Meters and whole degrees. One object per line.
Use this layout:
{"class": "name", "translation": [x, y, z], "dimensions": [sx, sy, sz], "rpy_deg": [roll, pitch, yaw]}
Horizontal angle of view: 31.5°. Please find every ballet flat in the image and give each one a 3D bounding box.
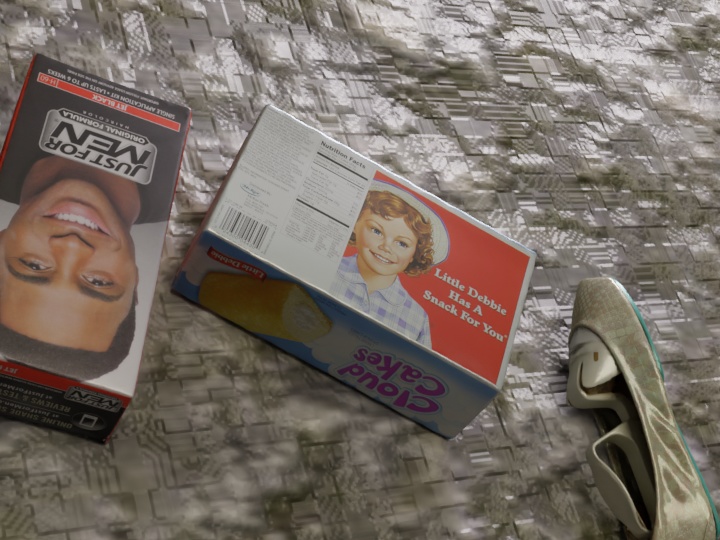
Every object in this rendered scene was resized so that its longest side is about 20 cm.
{"class": "ballet flat", "translation": [0.166, 0.091, 0.810], "dimensions": [0.062, 0.068, 0.202], "rpy_deg": [-9, 63, -21]}

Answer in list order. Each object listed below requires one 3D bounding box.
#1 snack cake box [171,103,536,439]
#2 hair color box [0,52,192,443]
{"class": "snack cake box", "translation": [0.000, 0.000, 0.781], "dimensions": [0.199, 0.067, 0.116], "rpy_deg": [29, 48, -8]}
{"class": "hair color box", "translation": [-0.162, -0.016, 0.709], "dimensions": [0.101, 0.061, 0.202], "rpy_deg": [17, 53, -18]}
